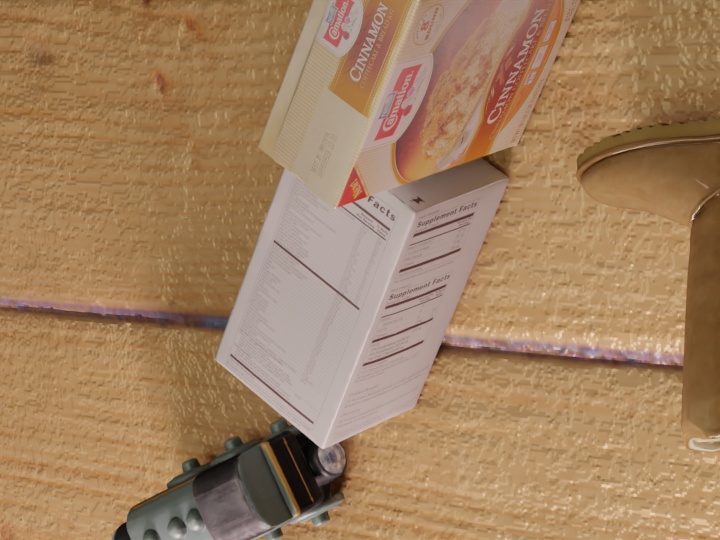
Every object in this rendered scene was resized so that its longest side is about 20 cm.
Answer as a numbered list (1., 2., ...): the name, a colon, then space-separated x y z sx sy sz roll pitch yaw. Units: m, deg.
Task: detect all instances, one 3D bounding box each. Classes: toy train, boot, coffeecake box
1. toy train: -0.100 0.172 1.809 0.199 0.114 0.086 -26 86 41
2. boot: 0.205 0.010 1.489 0.174 0.066 0.202 -12 70 40
3. coffeecake box: 0.045 -0.140 1.539 0.073 0.199 0.154 38 124 24

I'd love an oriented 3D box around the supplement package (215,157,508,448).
1. supplement package: 0.000 0.000 1.677 0.114 0.109 0.201 38 124 24
